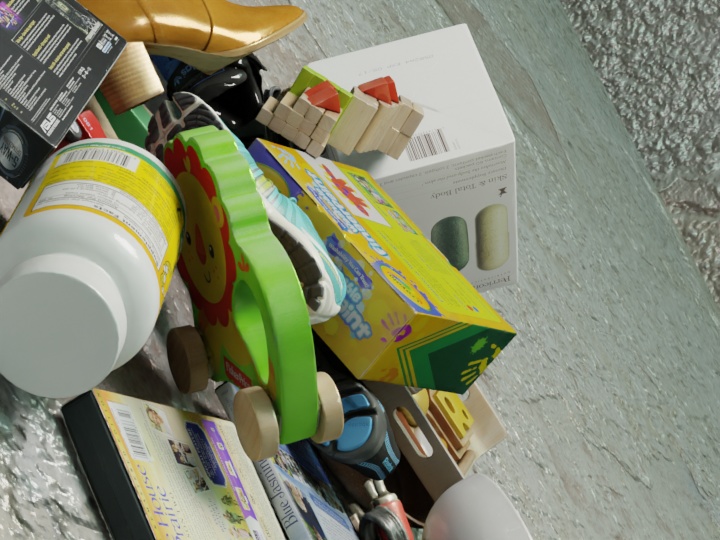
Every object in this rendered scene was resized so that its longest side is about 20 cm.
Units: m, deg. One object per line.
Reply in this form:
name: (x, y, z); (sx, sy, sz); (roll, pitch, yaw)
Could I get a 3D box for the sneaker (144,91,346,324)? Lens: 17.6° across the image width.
sneaker: (-0.084, -0.041, 1.678); (0.200, 0.077, 0.080); (53, 19, 10)

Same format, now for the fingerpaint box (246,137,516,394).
fingerpaint box: (0.000, 0.000, 1.783); (0.200, 0.073, 0.167); (47, 17, 26)

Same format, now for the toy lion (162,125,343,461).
toy lion: (-0.084, 0.005, 1.554); (0.200, 0.068, 0.192); (-143, -136, -58)

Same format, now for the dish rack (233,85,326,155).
dish rack: (-0.057, -0.074, 1.977); (0.200, 0.054, 0.154); (-8, 89, -73)

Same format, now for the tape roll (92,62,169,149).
tape roll: (-0.181, -0.145, 1.838); (0.201, 0.048, 0.201); (51, 18, -24)

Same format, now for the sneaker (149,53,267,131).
sneaker: (-0.140, -0.184, 1.802); (0.200, 0.077, 0.111); (49, 8, -48)

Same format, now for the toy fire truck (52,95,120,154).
toy fire truck: (-0.197, -0.088, 1.682); (0.200, 0.049, 0.141); (56, 17, -5)

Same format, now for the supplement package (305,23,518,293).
supplement package: (0.049, -0.085, 2.081); (0.200, 0.151, 0.151); (83, -10, -52)

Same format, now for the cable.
cable: (0.048, 0.245, 1.742); (0.200, 0.050, 0.097); (56, -23, 13)

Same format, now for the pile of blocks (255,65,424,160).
pile of blocks: (-0.012, -0.138, 1.881); (0.082, 0.062, 0.200); (39, 18, 21)

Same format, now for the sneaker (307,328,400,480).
sneaker: (-0.043, 0.085, 1.748); (0.200, 0.073, 0.082); (51, 0, 36)

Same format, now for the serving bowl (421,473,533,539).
serving bowl: (0.093, 0.259, 1.770); (0.200, 0.066, 0.201); (163, -90, -75)

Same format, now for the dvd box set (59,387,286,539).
dvd box set: (-0.110, 0.156, 1.516); (0.147, 0.029, 0.200); (64, 17, 19)

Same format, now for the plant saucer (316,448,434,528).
plant saucer: (0.001, 0.129, 1.883); (0.201, 0.037, 0.201); (51, 18, -23)

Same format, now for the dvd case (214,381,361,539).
dvd case: (-0.031, 0.181, 1.667); (0.200, 0.018, 0.143); (60, 8, 31)

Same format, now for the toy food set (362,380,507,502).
toy food set: (0.066, 0.108, 1.939); (0.144, 0.060, 0.200); (57, 17, -2)

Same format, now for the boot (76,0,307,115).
boot: (-0.140, -0.212, 1.725); (0.201, 0.071, 0.144); (-28, 95, -37)

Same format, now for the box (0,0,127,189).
box: (-0.252, -0.155, 1.557); (0.160, 0.044, 0.200); (38, 25, -10)

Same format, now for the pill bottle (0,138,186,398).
pill bottle: (-0.176, 0.000, 1.468); (0.113, 0.113, 0.200); (53, 16, -16)
